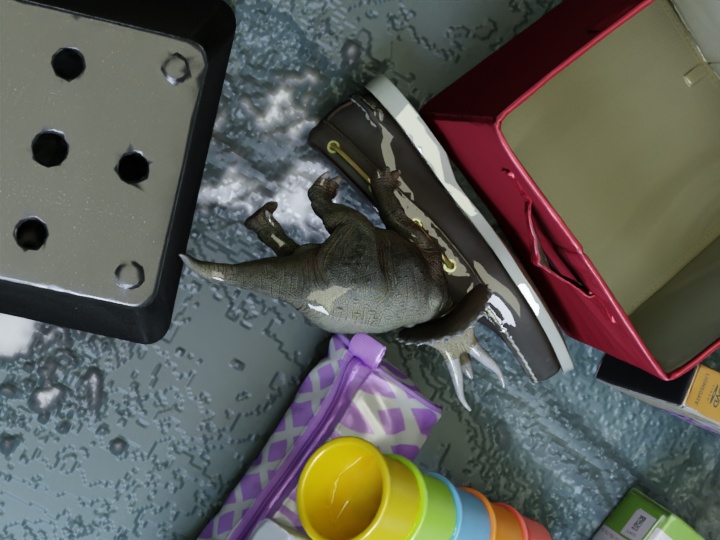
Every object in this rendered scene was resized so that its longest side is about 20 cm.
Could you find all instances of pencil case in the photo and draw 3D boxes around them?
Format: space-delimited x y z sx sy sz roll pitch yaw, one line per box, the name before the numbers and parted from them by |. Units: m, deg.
pencil case | -0.038 0.131 1.233 0.201 0.084 0.085 -56 144 -4

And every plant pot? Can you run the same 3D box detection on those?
plant pot | -0.169 -0.068 1.141 0.198 0.177 0.201 13 92 -12

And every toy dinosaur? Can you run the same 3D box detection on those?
toy dinosaur | 0.000 0.000 1.157 0.199 0.103 0.077 14 121 -44

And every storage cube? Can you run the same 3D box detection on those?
storage cube | 0.160 -0.068 1.209 0.199 0.180 0.171 -37 102 -5

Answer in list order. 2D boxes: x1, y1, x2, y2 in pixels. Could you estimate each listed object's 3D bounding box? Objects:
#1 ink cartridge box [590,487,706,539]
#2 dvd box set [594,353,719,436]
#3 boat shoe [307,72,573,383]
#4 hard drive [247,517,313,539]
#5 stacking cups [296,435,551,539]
ink cartridge box | 0.161 0.255 1.294 0.148 0.076 0.200 40 88 -13
dvd box set | 0.247 0.097 1.261 0.199 0.146 0.030 25 88 -12
boat shoe | 0.047 -0.014 1.249 0.060 0.072 0.202 -35 95 -2
hard drive | -0.029 0.220 1.211 0.133 0.027 0.200 -59 145 -2
stacking cups | 0.042 0.138 1.219 0.200 0.060 0.061 24 90 -55
